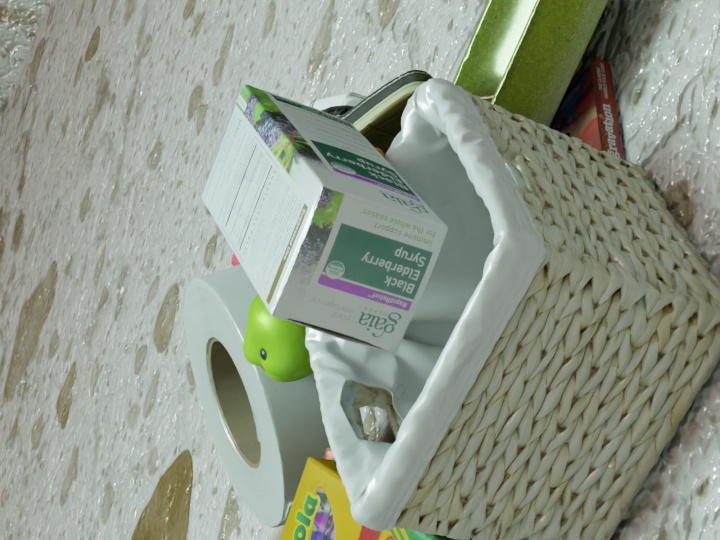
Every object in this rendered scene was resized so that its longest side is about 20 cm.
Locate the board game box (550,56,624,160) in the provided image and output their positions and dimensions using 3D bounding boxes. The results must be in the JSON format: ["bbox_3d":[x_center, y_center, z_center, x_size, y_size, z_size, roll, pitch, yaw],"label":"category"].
[{"bbox_3d":[0.114,-0.041,1.215,0.200,0.019,0.103,127,150,-44],"label":"board game box"}]

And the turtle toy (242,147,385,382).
[{"bbox_3d":[0.000,0.000,1.245,0.200,0.101,0.146,-52,37,16],"label":"turtle toy"}]

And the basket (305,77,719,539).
[{"bbox_3d":[0.085,0.030,1.038,0.199,0.160,0.201,-110,40,-57],"label":"basket"}]

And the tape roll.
[{"bbox_3d":[-0.067,0.093,1.383,0.203,0.070,0.203,53,152,44],"label":"tape roll"}]

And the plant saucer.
[{"bbox_3d":[0.117,-0.163,1.209,0.200,0.048,0.201,-88,19,-68],"label":"plant saucer"}]

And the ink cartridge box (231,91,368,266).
[{"bbox_3d":[-0.027,-0.062,1.500,0.200,0.084,0.146,-179,103,-69],"label":"ink cartridge box"}]

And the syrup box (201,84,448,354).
[{"bbox_3d":[-0.026,-0.034,1.033,0.082,0.078,0.200,-68,22,13],"label":"syrup box"}]

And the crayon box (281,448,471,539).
[{"bbox_3d":[0.002,0.206,1.172,0.200,0.051,0.128,25,98,49],"label":"crayon box"}]

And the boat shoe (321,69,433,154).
[{"bbox_3d":[-0.016,-0.091,1.333,0.201,0.071,0.066,-44,54,37],"label":"boat shoe"}]
